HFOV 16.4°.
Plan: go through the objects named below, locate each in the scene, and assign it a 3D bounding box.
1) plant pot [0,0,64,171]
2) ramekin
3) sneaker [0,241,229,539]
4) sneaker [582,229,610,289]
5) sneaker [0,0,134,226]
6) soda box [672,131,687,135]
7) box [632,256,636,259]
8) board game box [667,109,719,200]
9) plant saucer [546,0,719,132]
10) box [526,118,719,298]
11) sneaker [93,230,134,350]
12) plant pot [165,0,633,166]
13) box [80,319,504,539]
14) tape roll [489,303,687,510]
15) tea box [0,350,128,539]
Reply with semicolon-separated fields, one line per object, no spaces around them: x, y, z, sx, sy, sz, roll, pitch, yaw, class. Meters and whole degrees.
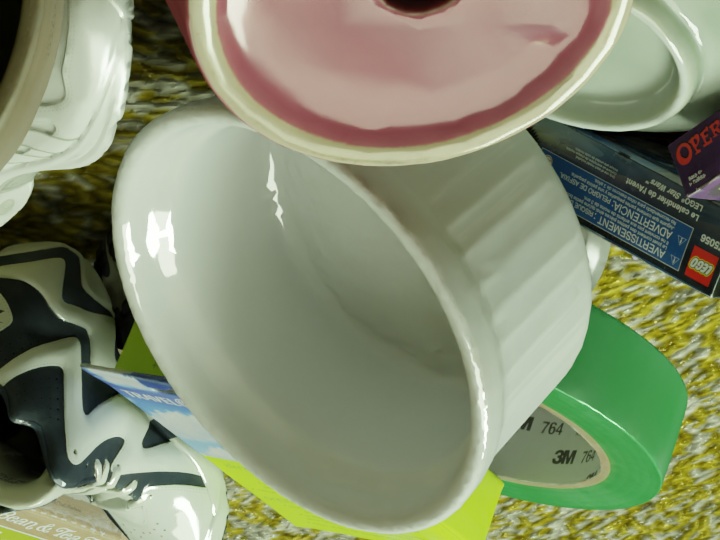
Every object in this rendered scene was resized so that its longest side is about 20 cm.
-0.187;-0.088;0.888;0.199;0.201;0.174;-12;174;7;plant pot
0.000;0.000;1.043;0.098;0.201;0.200;-38;178;-37;ramekin
-0.144;0.099;1.226;0.079;0.130;0.200;-3;126;29;sneaker
0.034;0.006;1.303;0.115;0.074;0.200;4;154;-34;sneaker
-0.163;-0.075;1.039;0.099;0.078;0.200;9;151;-30;sneaker
0.198;-0.094;1.131;0.199;0.070;0.063;11;152;-37;soda box
0.134;-0.060;1.228;0.041;0.039;0.200;-14;157;8;box
0.230;-0.062;1.016;0.199;0.032;0.120;3;154;-46;board game box
0.086;-0.105;0.977;0.199;0.050;0.200;19;154;9;plant saucer
0.167;-0.027;1.106;0.199;0.137;0.040;4;111;-47;box
-0.062;-0.021;1.231;0.079;0.078;0.200;-11;170;-35;sneaker
0.002;-0.138;0.745;0.199;0.180;0.201;-5;137;-5;plant pot
-0.030;0.077;1.225;0.121;0.048;0.200;6;156;37;box
0.058;0.054;1.220;0.199;0.048;0.201;18;159;7;tape roll
-0.250;0.094;1.326;0.196;0.134;0.200;-21;154;25;tea box
